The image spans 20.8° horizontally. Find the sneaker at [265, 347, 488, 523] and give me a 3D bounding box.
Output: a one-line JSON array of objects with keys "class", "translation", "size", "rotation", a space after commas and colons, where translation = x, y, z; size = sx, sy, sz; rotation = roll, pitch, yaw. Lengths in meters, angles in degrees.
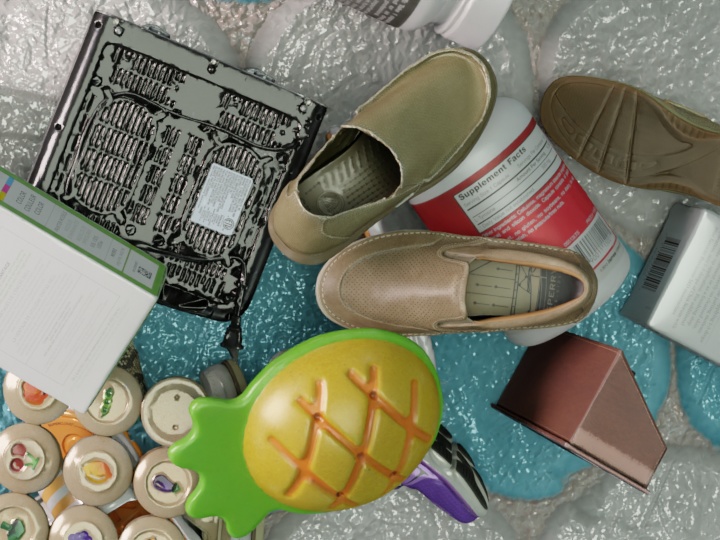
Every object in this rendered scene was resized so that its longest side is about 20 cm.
[{"class": "sneaker", "translation": [0.006, 0.135, 1.483], "size": [0.199, 0.081, 0.084], "rotation": [31, 103, -3]}]

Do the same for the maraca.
[{"class": "maraca", "translation": [-0.035, 0.114, 1.375], "size": [0.199, 0.107, 0.138], "rotation": [-20, 114, -10]}]

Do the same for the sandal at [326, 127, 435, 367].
[{"class": "sandal", "translation": [-0.001, -0.001, 1.453], "size": [0.059, 0.079, 0.208], "rotation": [-22, 93, -2]}]

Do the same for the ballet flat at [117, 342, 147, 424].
[{"class": "ballet flat", "translation": [-0.216, 0.032, 1.415], "size": [0.200, 0.068, 0.076], "rotation": [37, 65, -29]}]

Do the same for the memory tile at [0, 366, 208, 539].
[{"class": "memory tile", "translation": [-0.191, 0.165, 1.380], "size": [0.152, 0.017, 0.201], "rotation": [11, 89, -2]}]

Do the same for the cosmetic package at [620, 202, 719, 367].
[{"class": "cosmetic package", "translation": [0.315, 0.038, 1.520], "size": [0.199, 0.071, 0.102], "rotation": [28, 90, -12]}]

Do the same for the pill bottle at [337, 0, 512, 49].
[{"class": "pill bottle", "translation": [0.014, -0.242, 1.413], "size": [0.199, 0.114, 0.115], "rotation": [23, 91, -12]}]

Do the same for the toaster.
[{"class": "toaster", "translation": [-0.140, -0.065, 1.400], "size": [0.180, 0.119, 0.201], "rotation": [21, 92, -11]}]

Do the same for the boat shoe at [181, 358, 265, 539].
[{"class": "boat shoe", "translation": [-0.107, 0.168, 1.454], "size": [0.068, 0.075, 0.202], "rotation": [-7, 97, -14]}]

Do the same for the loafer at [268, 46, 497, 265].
[{"class": "loafer", "translation": [0.022, -0.081, 1.344], "size": [0.076, 0.067, 0.200], "rotation": [44, 76, 2]}]

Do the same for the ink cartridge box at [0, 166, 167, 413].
[{"class": "ink cartridge box", "translation": [-0.240, -0.002, 1.310], "size": [0.199, 0.059, 0.104], "rotation": [31, 111, -12]}]

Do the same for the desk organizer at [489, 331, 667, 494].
[{"class": "desk organizer", "translation": [0.167, 0.096, 1.434], "size": [0.071, 0.200, 0.077], "rotation": [30, 88, -12]}]

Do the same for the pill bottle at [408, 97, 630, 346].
[{"class": "pill bottle", "translation": [0.102, -0.053, 1.450], "size": [0.112, 0.112, 0.200], "rotation": [-37, 101, -5]}]

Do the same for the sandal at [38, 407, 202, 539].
[{"class": "sandal", "translation": [-0.174, 0.181, 1.417], "size": [0.207, 0.059, 0.079], "rotation": [47, 116, 6]}]

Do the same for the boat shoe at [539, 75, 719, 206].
[{"class": "boat shoe", "translation": [0.231, -0.093, 1.496], "size": [0.199, 0.065, 0.072], "rotation": [23, 100, 6]}]

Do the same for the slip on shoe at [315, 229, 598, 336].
[{"class": "slip on shoe", "translation": [0.067, 0.012, 1.374], "size": [0.198, 0.061, 0.077], "rotation": [4, 93, 2]}]
